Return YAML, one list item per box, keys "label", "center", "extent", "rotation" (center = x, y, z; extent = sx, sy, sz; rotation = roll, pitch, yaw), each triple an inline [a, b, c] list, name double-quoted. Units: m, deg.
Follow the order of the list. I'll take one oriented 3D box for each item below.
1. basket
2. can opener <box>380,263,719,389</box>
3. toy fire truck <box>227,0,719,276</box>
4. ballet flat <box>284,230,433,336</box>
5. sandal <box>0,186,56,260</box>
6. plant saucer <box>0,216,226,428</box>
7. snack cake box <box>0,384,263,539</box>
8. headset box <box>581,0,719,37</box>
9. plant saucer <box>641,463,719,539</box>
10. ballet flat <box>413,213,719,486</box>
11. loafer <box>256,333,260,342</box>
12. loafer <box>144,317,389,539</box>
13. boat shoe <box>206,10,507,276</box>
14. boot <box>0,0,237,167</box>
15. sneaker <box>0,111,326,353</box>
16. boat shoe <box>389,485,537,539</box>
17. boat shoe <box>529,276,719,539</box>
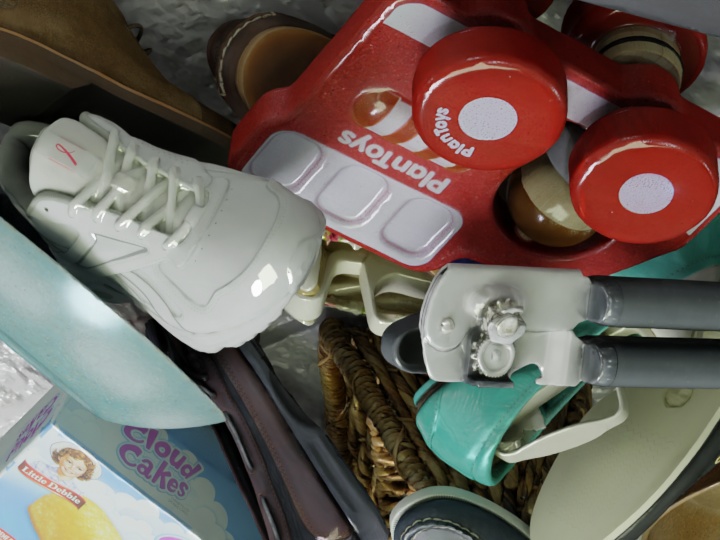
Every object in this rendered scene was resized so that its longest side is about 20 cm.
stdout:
- label: "basket"
  center: [0.043, 0.141, 1.546]
  extent: [0.148, 0.143, 0.201]
  rotation: [5, 139, 7]
- label: "can opener"
  center: [0.108, 0.024, 1.334]
  extent: [0.199, 0.066, 0.053]
  rotation: [3, 100, -23]
- label: "toy fire truck"
  center: [0.062, -0.057, 1.318]
  extent: [0.199, 0.113, 0.168]
  rotation: [25, 132, -24]
- label: "ballet flat"
  center: [0.000, 0.000, 1.458]
  extent: [0.199, 0.064, 0.076]
  rotation: [10, 140, 3]
- label: "sandal"
  center: [-0.155, -0.038, 1.453]
  extent: [0.199, 0.043, 0.076]
  rotation: [19, 154, 20]
- label: "plant saucer"
  center: [-0.150, 0.020, 1.381]
  extent: [0.201, 0.039, 0.201]
  rotation: [39, 172, 7]
- label: "snack cake box"
  center: [-0.096, 0.142, 1.528]
  extent: [0.200, 0.067, 0.115]
  rotation: [38, 134, -11]
- label: "headset box"
  center: [0.100, -0.200, 1.183]
  extent: [0.199, 0.093, 0.175]
  rotation: [15, 139, -2]
- label: "plant saucer"
  center: [0.237, 0.108, 1.501]
  extent: [0.199, 0.036, 0.200]
  rotation: [-7, 157, -3]
- label: "ballet flat"
  center: [0.118, 0.033, 1.401]
  extent: [0.200, 0.071, 0.067]
  rotation: [-38, 162, 6]
- label: "loafer"
  center: [-0.099, 0.097, 1.586]
  extent: [0.073, 0.071, 0.201]
  rotation: [10, 139, 2]
- label: "loafer"
  center: [-0.065, 0.069, 1.466]
  extent: [0.063, 0.200, 0.072]
  rotation: [-36, 163, -5]
- label: "boat shoe"
  center: [0.012, -0.056, 1.397]
  extent: [0.200, 0.071, 0.070]
  rotation: [40, 172, -24]
- label: "boot"
  center: [-0.107, -0.088, 1.381]
  extent: [0.199, 0.076, 0.073]
  rotation: [29, 143, -34]
- label: "sneaker"
  center: [-0.098, -0.024, 1.293]
  extent: [0.199, 0.078, 0.099]
  rotation: [9, 155, 50]
- label: "boat shoe"
  center: [0.077, 0.193, 1.447]
  extent: [0.075, 0.062, 0.201]
  rotation: [-21, 116, 22]
- label: "boat shoe"
  center: [0.161, 0.069, 1.423]
  extent: [0.202, 0.074, 0.063]
  rotation: [-51, 129, -1]
